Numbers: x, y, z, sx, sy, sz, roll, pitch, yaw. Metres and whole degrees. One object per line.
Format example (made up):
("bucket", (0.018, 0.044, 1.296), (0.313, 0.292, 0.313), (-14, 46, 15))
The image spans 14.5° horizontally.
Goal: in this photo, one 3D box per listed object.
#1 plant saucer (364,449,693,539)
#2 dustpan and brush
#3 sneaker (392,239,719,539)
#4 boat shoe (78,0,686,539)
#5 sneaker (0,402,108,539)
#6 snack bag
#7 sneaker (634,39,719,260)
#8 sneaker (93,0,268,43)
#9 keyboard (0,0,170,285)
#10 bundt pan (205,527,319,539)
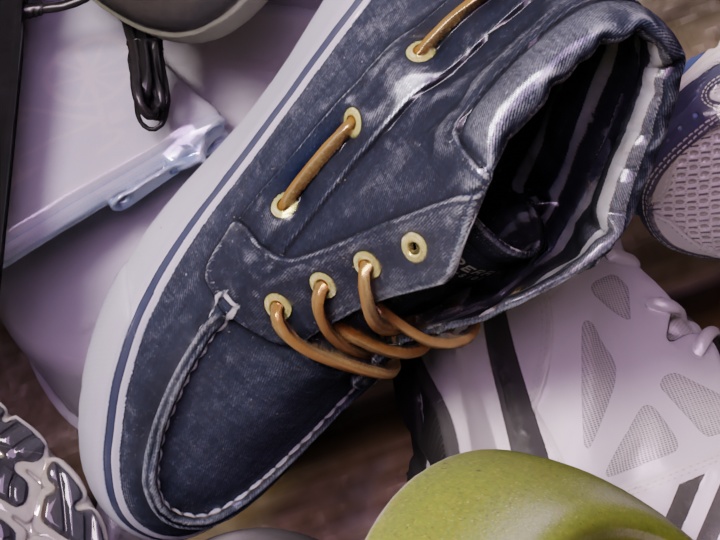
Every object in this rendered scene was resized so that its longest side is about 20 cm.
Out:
("plant saucer", (0.065, 0.134, 0.650), (0.031, 0.199, 0.201), (-23, 68, 33))
("dustpan and brush", (-0.063, 0.022, 0.807), (0.139, 0.057, 0.201), (5, 67, 30))
("sneaker", (0.069, 0.017, 0.791), (0.115, 0.076, 0.202), (0, 66, -11))
("boat shoe", (0.000, 0.000, 0.717), (0.201, 0.071, 0.091), (-59, 39, 13))
("sneaker", (-0.156, 0.062, 0.795), (0.199, 0.080, 0.078), (15, 75, 18))
("snack bag", (-0.164, -0.046, 0.811), (0.188, 0.021, 0.200), (-32, 51, -15))
("sneaker", (0.166, -0.029, 0.724), (0.199, 0.077, 0.085), (-8, 34, 11))
("sneaker", (-0.098, -0.147, 0.748), (0.075, 0.106, 0.200), (-40, 65, 13))
("keyboard", (-0.105, -0.067, 0.793), (0.126, 0.021, 0.201), (-8, 51, 10))
("bundt pan", (-0.061, 0.139, 0.689), (0.076, 0.202, 0.202), (44, 84, 11))
